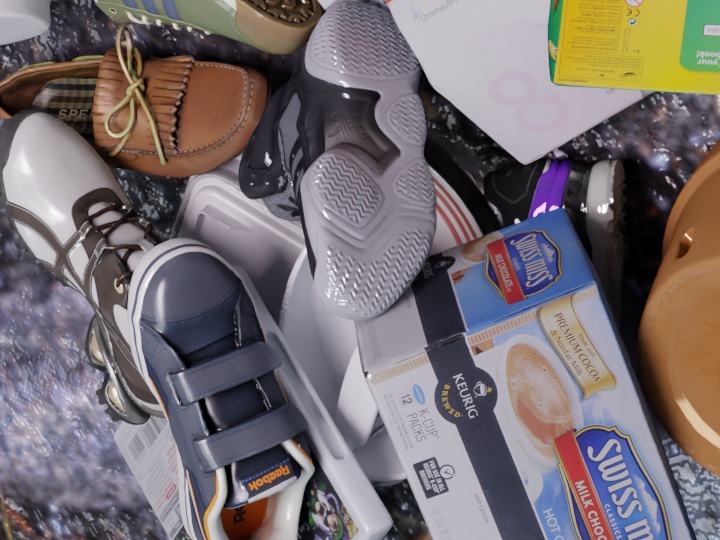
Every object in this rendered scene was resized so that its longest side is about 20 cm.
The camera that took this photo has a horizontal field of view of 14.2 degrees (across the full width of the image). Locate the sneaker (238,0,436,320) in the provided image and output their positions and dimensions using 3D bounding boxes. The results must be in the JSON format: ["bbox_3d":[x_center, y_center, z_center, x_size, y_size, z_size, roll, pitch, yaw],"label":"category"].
[{"bbox_3d":[-0.015,-0.042,1.587,0.075,0.201,0.114,16,143,-22],"label":"sneaker"}]

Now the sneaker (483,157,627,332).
[{"bbox_3d":[0.097,0.028,1.647,0.099,0.070,0.201,5,110,10],"label":"sneaker"}]

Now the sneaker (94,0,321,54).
[{"bbox_3d":[-0.112,-0.174,1.690,0.200,0.067,0.090,40,130,15],"label":"sneaker"}]

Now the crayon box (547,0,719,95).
[{"bbox_3d":[0.197,-0.150,1.447,0.199,0.058,0.119,3,129,0],"label":"crayon box"}]

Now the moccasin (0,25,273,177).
[{"bbox_3d":[-0.137,-0.101,1.723,0.201,0.078,0.074,9,79,40],"label":"moccasin"}]

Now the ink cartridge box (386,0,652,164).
[{"bbox_3d":[0.083,-0.158,1.526,0.162,0.057,0.200,-29,130,36],"label":"ink cartridge box"}]

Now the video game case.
[{"bbox_3d":[-0.068,0.123,1.722,0.182,0.023,0.200,59,144,19],"label":"video game case"}]

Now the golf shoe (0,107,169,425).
[{"bbox_3d":[-0.138,-0.012,1.680,0.094,0.078,0.201,-23,97,52],"label":"golf shoe"}]

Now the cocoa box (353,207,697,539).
[{"bbox_3d":[0.091,0.092,1.552,0.131,0.133,0.201,-21,109,4],"label":"cocoa box"}]

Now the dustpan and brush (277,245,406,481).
[{"bbox_3d":[-0.002,0.089,1.677,0.139,0.057,0.201,32,135,17],"label":"dustpan and brush"}]

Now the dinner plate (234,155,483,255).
[{"bbox_3d":[0.000,0.000,1.738,0.199,0.024,0.201,14,121,25],"label":"dinner plate"}]

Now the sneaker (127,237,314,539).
[{"bbox_3d":[-0.072,0.080,1.617,0.079,0.078,0.201,32,141,56],"label":"sneaker"}]

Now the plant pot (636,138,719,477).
[{"bbox_3d":[0.234,0.027,1.528,0.199,0.140,0.201,16,123,26],"label":"plant pot"}]

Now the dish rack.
[{"bbox_3d":[-0.042,0.035,1.743,0.200,0.044,0.172,31,126,14],"label":"dish rack"}]

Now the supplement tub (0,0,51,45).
[{"bbox_3d":[-0.247,-0.233,1.655,0.140,0.140,0.201,-9,85,35],"label":"supplement tub"}]

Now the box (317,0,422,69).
[{"bbox_3d":[0.011,-0.220,1.601,0.200,0.041,0.156,51,129,-2],"label":"box"}]
